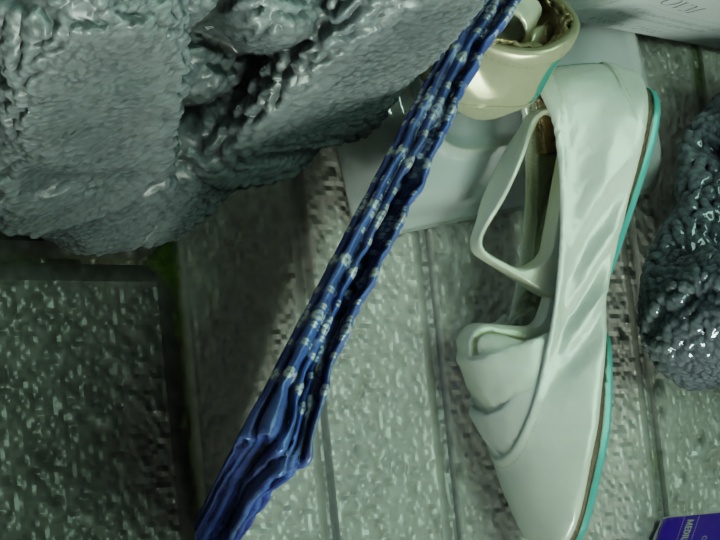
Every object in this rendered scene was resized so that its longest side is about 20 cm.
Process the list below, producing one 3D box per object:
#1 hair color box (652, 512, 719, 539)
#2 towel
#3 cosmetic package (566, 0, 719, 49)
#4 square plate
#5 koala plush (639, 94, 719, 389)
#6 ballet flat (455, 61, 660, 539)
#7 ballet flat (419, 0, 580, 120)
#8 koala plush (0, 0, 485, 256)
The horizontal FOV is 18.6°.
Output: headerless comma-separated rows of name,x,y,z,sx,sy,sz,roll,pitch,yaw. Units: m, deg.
hair color box,0.223,0.148,0.911,0.109,0.199,0.065,42,54,-29
towel,0.000,0.000,0.767,0.024,0.145,0.201,28,67,-1
cosmetic package,0.207,-0.177,0.944,0.199,0.199,0.124,-1,80,-56
square plate,0.054,-0.124,0.932,0.197,0.028,0.201,-10,87,-45
koala plush,0.252,-0.018,0.959,0.177,0.199,0.185,36,57,-38
ballet flat,0.071,0.012,0.890,0.069,0.069,0.201,14,85,-41
ballet flat,0.006,-0.142,0.836,0.200,0.069,0.070,43,53,-12
koala plush,-0.085,-0.127,0.733,0.176,0.184,0.201,-11,68,-30
